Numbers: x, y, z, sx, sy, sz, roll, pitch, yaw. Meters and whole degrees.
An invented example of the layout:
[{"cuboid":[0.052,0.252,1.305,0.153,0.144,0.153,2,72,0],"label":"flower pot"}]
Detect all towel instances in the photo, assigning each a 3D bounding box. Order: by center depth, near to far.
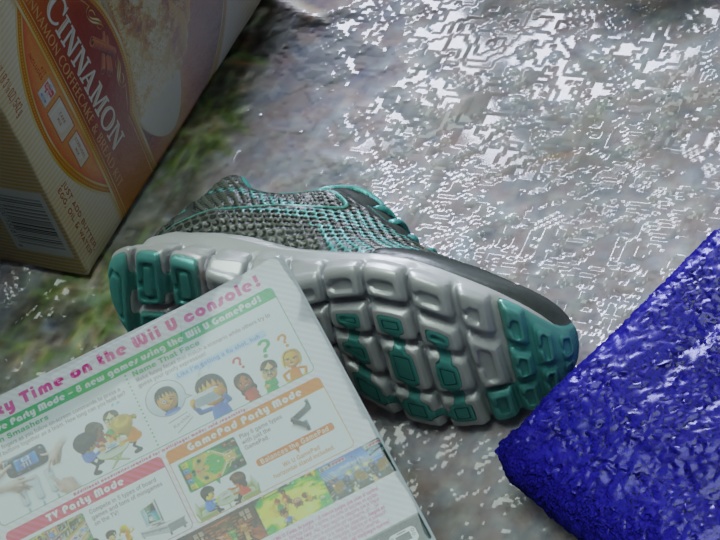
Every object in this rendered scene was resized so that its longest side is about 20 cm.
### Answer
[{"cuboid":[0.161,0.067,0.828,0.148,0.050,0.200,-41,47,-18],"label":"towel"}]

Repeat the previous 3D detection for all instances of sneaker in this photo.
[{"cuboid":[0.000,0.000,0.942,0.200,0.078,0.091,13,42,23],"label":"sneaker"}]

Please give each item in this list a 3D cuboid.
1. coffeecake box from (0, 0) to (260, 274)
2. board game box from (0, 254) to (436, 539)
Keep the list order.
[{"cuboid":[-0.129,-0.125,1.048,0.073,0.154,0.200,9,53,28],"label":"coffeecake box"},{"cuboid":[-0.048,0.114,0.827,0.147,0.064,0.200,-26,60,-4],"label":"board game box"}]
